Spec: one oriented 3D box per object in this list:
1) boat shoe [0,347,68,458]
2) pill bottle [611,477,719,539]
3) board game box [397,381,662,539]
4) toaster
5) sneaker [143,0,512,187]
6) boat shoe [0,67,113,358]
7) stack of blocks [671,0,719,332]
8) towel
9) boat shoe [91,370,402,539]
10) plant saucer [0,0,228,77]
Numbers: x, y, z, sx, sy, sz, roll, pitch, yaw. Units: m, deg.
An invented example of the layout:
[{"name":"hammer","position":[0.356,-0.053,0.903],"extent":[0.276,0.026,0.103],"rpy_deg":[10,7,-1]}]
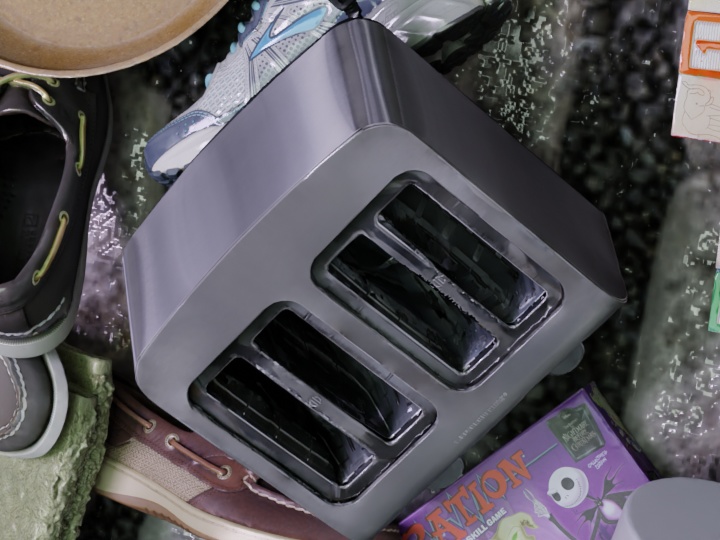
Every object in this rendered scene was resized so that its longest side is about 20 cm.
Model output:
[{"name":"boat shoe","position":[-0.222,0.037,1.053],"extent":[0.201,0.060,0.073],"rpy_deg":[30,100,43]},{"name":"pill bottle","position":[0.140,0.204,0.946],"extent":[0.113,0.114,0.202],"rpy_deg":[20,116,15]},{"name":"board game box","position":[0.071,0.161,1.032],"extent":[0.200,0.032,0.120],"rpy_deg":[-39,79,19]},{"name":"toaster","position":[0.000,0.000,0.949],"extent":[0.200,0.119,0.181],"rpy_deg":[38,108,-25]},{"name":"sneaker","position":[-0.026,-0.110,1.019],"extent":[0.199,0.078,0.087],"rpy_deg":[-30,74,12]},{"name":"boat shoe","position":[-0.163,-0.060,1.021],"extent":[0.071,0.061,0.203],"rpy_deg":[-3,62,2]},{"name":"stack of blocks","position":[0.203,-0.070,0.944],"extent":[0.114,0.059,0.202],"rpy_deg":[8,99,18]},{"name":"towel","position":[-0.194,0.123,1.079],"extent":[0.148,0.036,0.202],"rpy_deg":[23,98,46]},{"name":"boat shoe","position":[-0.062,0.098,1.044],"extent":[0.199,0.072,0.073],"rpy_deg":[17,90,31]},{"name":"plant saucer","position":[-0.133,-0.184,1.029],"extent":[0.198,0.035,0.202],"rpy_deg":[-3,74,9]}]
